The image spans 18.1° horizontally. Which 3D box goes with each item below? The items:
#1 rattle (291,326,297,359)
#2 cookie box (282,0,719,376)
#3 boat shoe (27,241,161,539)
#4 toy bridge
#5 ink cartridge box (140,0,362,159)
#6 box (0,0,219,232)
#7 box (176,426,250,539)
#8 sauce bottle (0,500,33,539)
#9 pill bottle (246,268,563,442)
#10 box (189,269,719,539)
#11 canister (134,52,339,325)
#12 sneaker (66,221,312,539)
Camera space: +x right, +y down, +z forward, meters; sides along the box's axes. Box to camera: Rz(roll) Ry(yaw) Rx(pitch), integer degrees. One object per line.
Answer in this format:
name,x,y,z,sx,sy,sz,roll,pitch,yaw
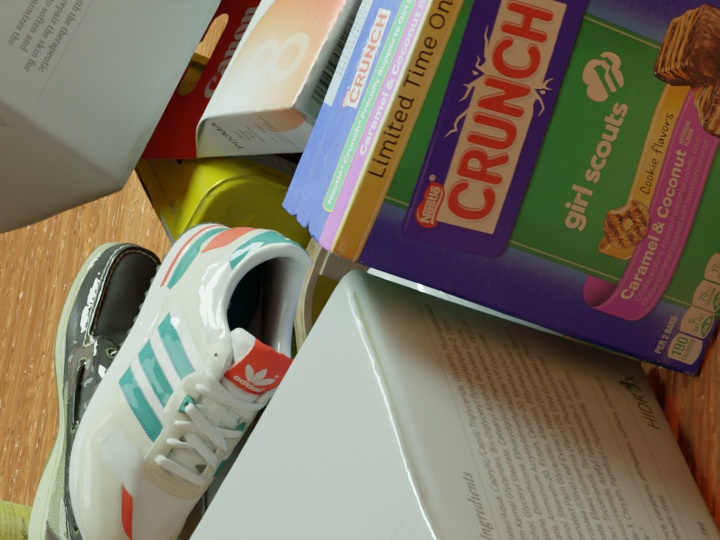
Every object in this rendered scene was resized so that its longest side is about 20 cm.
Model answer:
rattle,-0.121,0.110,1.434,0.200,0.143,0.131,-35,65,41
cookie box,0.090,-0.065,1.025,0.172,0.199,0.075,-68,24,8
boat shoe,-0.133,0.078,1.256,0.066,0.072,0.202,-15,60,50
toy bridge,0.000,0.000,1.333,0.201,0.067,0.027,-69,24,8
ink cartridge box,-0.057,-0.145,1.320,0.200,0.050,0.163,2,59,46
box,-0.208,-0.159,1.375,0.200,0.171,0.200,-15,45,59
box,-0.079,0.159,1.315,0.200,0.127,0.109,-43,37,47
sauce bottle,-0.235,0.151,1.255,0.065,0.199,0.065,-44,37,47
pill bottle,0.033,0.053,1.173,0.200,0.112,0.112,-51,31,37
box,0.039,0.149,1.018,0.199,0.171,0.200,-59,27,26
canister,-0.070,-0.052,1.422,0.087,0.148,0.200,-59,29,15
sneaker,-0.085,0.064,1.181,0.093,0.070,0.200,-2,61,53
